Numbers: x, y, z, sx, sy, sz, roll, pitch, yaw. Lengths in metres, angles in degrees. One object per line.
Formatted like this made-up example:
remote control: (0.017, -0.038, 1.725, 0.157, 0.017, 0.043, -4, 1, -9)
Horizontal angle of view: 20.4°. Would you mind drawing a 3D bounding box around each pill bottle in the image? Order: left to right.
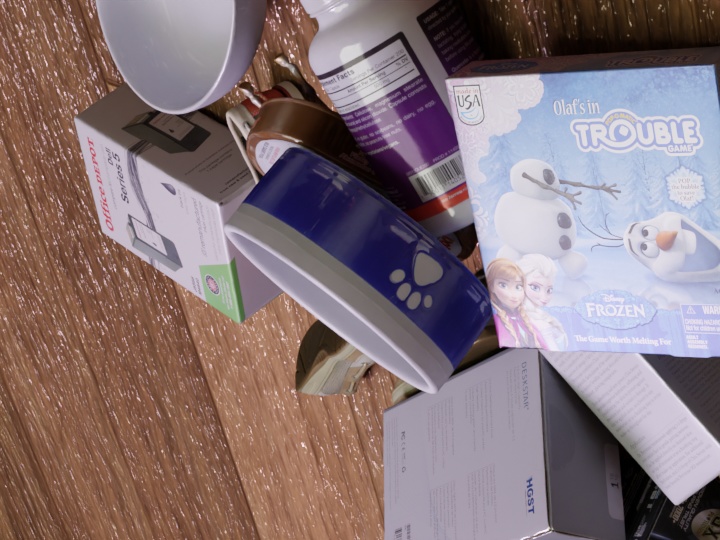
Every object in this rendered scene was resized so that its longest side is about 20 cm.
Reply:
pill bottle: (0.038, -0.131, 1.431, 0.201, 0.112, 0.112, 59, 150, -10)

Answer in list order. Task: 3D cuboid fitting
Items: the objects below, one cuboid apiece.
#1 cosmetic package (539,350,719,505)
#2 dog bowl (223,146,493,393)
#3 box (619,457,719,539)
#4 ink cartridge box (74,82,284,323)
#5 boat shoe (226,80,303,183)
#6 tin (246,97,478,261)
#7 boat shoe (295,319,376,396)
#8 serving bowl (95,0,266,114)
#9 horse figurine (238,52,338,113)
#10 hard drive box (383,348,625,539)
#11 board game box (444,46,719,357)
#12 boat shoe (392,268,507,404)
cosmetic package: (0.202, 0.060, 1.443, 0.200, 0.071, 0.101, 49, 151, 7)
dog bowl: (0.000, 0.000, 1.473, 0.200, 0.079, 0.200, 38, 173, 6)
box: (0.188, 0.249, 1.523, 0.086, 0.201, 0.164, 38, 155, -20)
ink cartridge box: (-0.156, -0.066, 1.811, 0.200, 0.084, 0.146, 31, 144, 34)
boat shoe: (-0.063, -0.060, 1.689, 0.071, 0.062, 0.201, 28, 139, 50)
tin: (0.004, -0.066, 1.551, 0.199, 0.042, 0.112, 27, 162, -3)
boat shoe: (-0.001, 0.061, 1.758, 0.063, 0.074, 0.201, 12, 150, -15)
serving bowl: (-0.134, -0.229, 1.595, 0.200, 0.066, 0.201, 21, 117, 47)
horse figurine: (-0.008, -0.123, 1.564, 0.133, 0.050, 0.200, 48, 147, -16)
hard drive box: (0.105, 0.158, 1.545, 0.200, 0.076, 0.157, -30, 53, 48)
board game box: (0.166, -0.043, 1.322, 0.199, 0.043, 0.200, 0, 111, 35)
boat shoe: (0.077, 0.061, 1.623, 0.201, 0.073, 0.064, 126, 140, -64)
